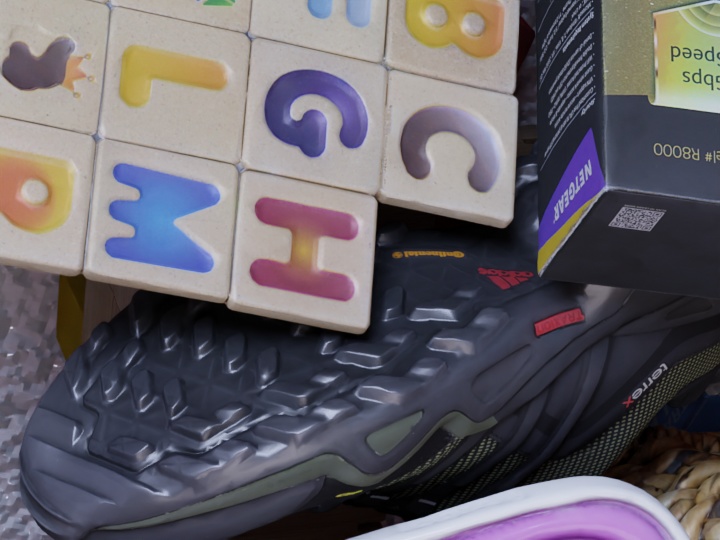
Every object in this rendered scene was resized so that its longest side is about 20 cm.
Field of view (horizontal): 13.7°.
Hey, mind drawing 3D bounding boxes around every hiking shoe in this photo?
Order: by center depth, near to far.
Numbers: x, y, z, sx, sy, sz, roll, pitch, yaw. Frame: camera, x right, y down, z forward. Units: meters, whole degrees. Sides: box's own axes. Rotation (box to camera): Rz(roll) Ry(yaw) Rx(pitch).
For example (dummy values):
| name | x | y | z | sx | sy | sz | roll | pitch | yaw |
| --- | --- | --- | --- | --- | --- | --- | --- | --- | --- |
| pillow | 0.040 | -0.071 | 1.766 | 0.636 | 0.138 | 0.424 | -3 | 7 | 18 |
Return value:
| name | x | y | z | sx | sy | sz | roll | pitch | yaw |
| --- | --- | --- | --- | --- | --- | --- | --- | --- | --- |
| hiking shoe | 0.015 | 0.038 | 0.721 | 0.200 | 0.076 | 0.101 | -21 | 131 | -19 |

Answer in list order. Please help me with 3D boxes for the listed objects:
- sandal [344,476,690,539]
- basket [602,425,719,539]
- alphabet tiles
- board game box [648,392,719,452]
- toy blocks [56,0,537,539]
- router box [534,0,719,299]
| name | x | y | z | sx | sy | sz | roll | pitch | yaw |
| --- | --- | --- | --- | --- | --- | --- | --- | --- | --- |
| sandal | -0.013 | 0.103 | 0.668 | 0.202 | 0.050 | 0.083 | -30 | 95 | -10 |
| basket | 0.115 | 0.126 | 0.856 | 0.200 | 0.149 | 0.143 | 31 | 83 | -27 |
| alphabet tiles | -0.056 | -0.075 | 0.684 | 0.199 | 0.167 | 0.006 | 12 | 154 | -16 |
| board game box | 0.175 | 0.063 | 0.882 | 0.200 | 0.040 | 0.153 | 18 | 121 | -20 |
| toy blocks | 0.000 | 0.000 | 0.791 | 0.136 | 0.100 | 0.200 | -6 | 127 | -19 |
| router box | 0.141 | -0.068 | 0.711 | 0.199 | 0.158 | 0.052 | 6 | 156 | -13 |
